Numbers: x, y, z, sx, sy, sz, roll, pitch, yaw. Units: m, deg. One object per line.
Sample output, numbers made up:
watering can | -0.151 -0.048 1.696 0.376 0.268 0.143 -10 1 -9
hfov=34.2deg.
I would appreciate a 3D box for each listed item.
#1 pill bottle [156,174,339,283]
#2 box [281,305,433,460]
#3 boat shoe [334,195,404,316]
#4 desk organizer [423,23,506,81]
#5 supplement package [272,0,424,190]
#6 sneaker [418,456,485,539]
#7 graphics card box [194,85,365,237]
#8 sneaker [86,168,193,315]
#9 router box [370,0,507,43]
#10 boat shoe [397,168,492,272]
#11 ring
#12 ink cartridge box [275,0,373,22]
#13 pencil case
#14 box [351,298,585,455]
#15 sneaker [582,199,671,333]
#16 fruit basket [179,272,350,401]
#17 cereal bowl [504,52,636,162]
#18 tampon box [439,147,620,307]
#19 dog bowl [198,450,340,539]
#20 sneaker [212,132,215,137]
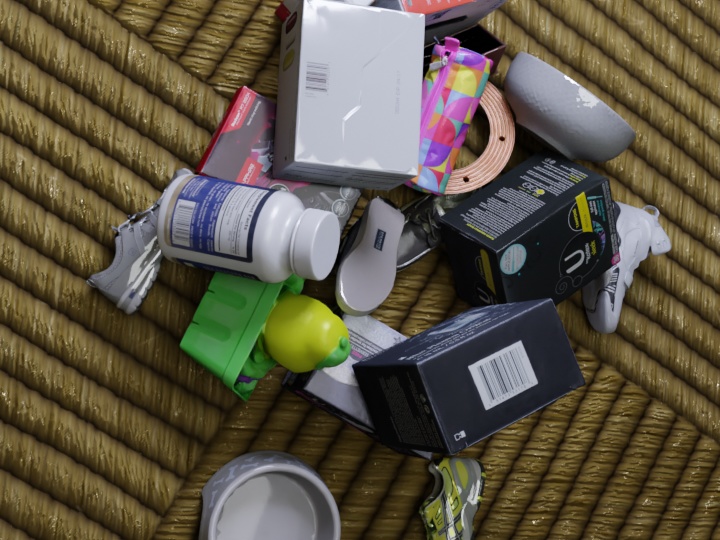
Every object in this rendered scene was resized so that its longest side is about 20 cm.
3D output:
pill bottle | -0.131 -0.046 1.394 0.200 0.111 0.111 12 81 20
box | 0.022 0.145 1.543 0.200 0.115 0.132 32 77 -16
boat shoe | 0.000 0.000 1.520 0.075 0.093 0.200 31 46 -9
desk organizer | 0.094 -0.279 1.594 0.200 0.077 0.072 -25 76 -13
supplement package | -0.016 -0.210 1.422 0.156 0.111 0.200 5 82 -17
sneaker | 0.113 0.351 1.592 0.076 0.075 0.200 15 71 -11
graphics card box | -0.092 -0.131 1.478 0.200 0.051 0.126 28 82 -13
sneaker | -0.272 -0.048 1.472 0.082 0.075 0.200 28 74 -9
router box | 0.095 -0.347 1.554 0.179 0.200 0.049 -19 91 -19
boat shoe | 0.102 -0.074 1.611 0.201 0.066 0.072 -41 100 -18
ring | 0.114 -0.195 1.617 0.200 0.019 0.201 1 70 -4
ink cartridge box | -0.012 -0.379 1.518 0.145 0.200 0.083 -45 101 -16
pencil case | 0.102 -0.200 1.522 0.088 0.088 0.200 14 102 -18
box | 0.125 0.127 1.415 0.197 0.200 0.118 -24 94 -23
sneaker | 0.389 -0.007 1.705 0.115 0.075 0.200 3 82 -17
fruit basket | -0.100 0.070 1.468 0.215 0.156 0.216 -1 76 2
cereal bowl | 0.278 -0.212 1.624 0.200 0.200 0.083 34 96 -15
tampon box | 0.233 -0.042 1.596 0.200 0.126 0.150 -33 130 -19
dog bowl | -0.116 0.335 1.512 0.200 0.059 0.200 1 86 -20
sneaker | -0.101 -0.162 1.538 0.200 0.075 0.105 -11 96 -16
